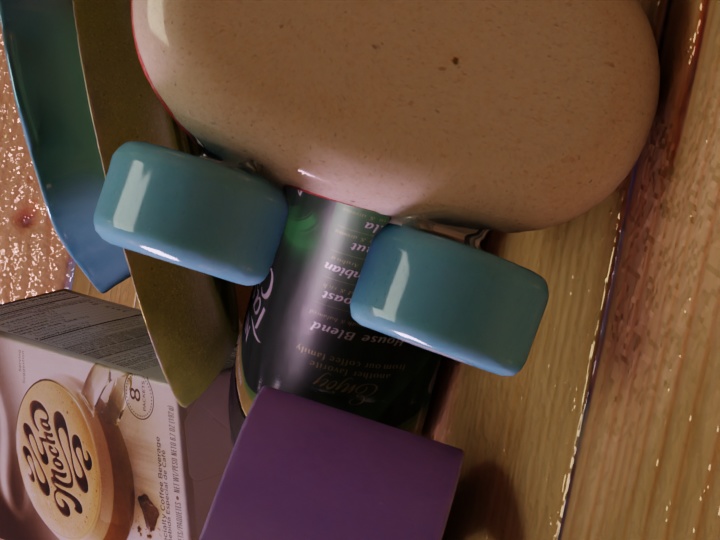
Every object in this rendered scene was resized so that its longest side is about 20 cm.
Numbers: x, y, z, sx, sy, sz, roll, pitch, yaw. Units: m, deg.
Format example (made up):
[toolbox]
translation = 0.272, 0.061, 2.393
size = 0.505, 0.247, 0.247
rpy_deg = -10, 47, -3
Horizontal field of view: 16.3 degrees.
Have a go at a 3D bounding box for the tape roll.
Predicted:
[tape roll]
translation = -0.029, 0.152, 0.968
size = 0.200, 0.085, 0.201
rpy_deg = 18, -90, -87

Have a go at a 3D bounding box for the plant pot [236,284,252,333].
[plant pot]
translation = -0.074, 0.000, 1.307
size = 0.200, 0.027, 0.201
rpy_deg = -23, -90, -85

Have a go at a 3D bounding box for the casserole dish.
[casserole dish]
translation = -0.123, -0.061, 1.143
size = 0.200, 0.039, 0.122
rpy_deg = 79, 177, -77

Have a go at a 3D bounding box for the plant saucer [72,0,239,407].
[plant saucer]
translation = -0.084, -0.042, 1.076
size = 0.200, 0.031, 0.201
rpy_deg = -13, -90, -89

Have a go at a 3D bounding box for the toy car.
[toy car]
translation = 0.008, -0.073, 0.890
size = 0.200, 0.176, 0.185
rpy_deg = 144, 144, -87

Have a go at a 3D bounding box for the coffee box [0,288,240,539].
[coffee box]
translation = -0.116, 0.083, 1.224
size = 0.200, 0.080, 0.113
rpy_deg = 11, 110, 48

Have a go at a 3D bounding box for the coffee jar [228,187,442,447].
[coffee jar]
translation = 0.000, 0.000, 1.064
size = 0.104, 0.085, 0.200
rpy_deg = -95, 17, -55
